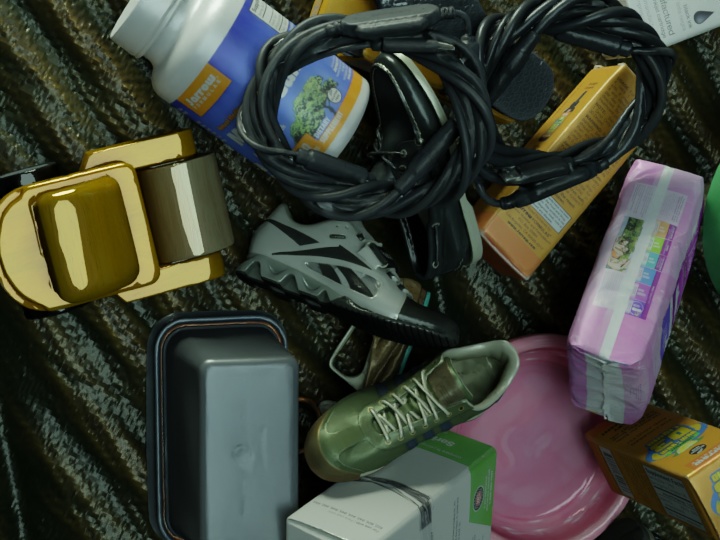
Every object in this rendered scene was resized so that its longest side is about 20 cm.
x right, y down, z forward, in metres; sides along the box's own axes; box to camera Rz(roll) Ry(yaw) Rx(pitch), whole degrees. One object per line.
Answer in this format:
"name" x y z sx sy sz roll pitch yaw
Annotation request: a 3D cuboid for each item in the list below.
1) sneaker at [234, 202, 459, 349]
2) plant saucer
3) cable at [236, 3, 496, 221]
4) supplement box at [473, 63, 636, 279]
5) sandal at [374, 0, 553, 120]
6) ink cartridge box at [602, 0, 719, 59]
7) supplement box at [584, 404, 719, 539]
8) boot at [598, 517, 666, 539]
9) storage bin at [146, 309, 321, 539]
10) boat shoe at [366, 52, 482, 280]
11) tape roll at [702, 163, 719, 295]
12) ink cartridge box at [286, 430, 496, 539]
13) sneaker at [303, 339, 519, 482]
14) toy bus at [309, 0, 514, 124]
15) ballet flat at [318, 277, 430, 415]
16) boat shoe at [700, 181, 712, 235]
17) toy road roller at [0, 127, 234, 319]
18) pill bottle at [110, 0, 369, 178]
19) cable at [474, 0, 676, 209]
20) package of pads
"sneaker" 0.000 0.000 1.270 0.198 0.074 0.089 23 76 10
"plant saucer" 0.159 0.156 1.373 0.198 0.051 0.203 -2 96 -17
"cable" 0.003 -0.118 1.177 0.197 0.051 0.165 -9 107 1
"supplement box" 0.178 -0.089 1.341 0.069 0.066 0.201 41 83 -16
"sandal" 0.077 -0.193 1.241 0.076 0.043 0.200 -49 121 -1
"ink cartridge box" 0.299 -0.291 1.359 0.198 0.084 0.146 -22 101 -14
"supplement box" 0.266 0.164 1.275 0.066 0.200 0.069 -31 103 -12
"boot" 0.251 0.336 1.404 0.153 0.074 0.205 23 104 -32
"storage bin" -0.095 0.142 1.249 0.144 0.134 0.203 -1 96 -17
"boat shoe" 0.039 -0.081 1.238 0.066 0.074 0.201 -30 121 -20
"tape roll" 0.394 -0.049 1.351 0.198 0.048 0.203 -9 108 -30
"ink cartridge box" 0.025 0.236 1.251 0.199 0.083 0.147 -27 127 -50
"sneaker" 0.049 0.104 1.231 0.199 0.090 0.068 -19 72 -37
"toy bus" 0.050 -0.190 1.293 0.198 0.078 0.066 20 90 -18
"ballet flat" 0.004 0.102 1.318 0.071 0.068 0.203 14 90 2
"boat shoe" 0.408 -0.048 1.424 0.197 0.065 0.073 6 93 -18
"toy road roller" -0.194 -0.032 1.196 0.198 0.146 0.124 -16 99 -15
"pill bottle" -0.100 -0.164 1.232 0.199 0.112 0.113 34 85 -17
"cable" 0.167 -0.149 1.242 0.198 0.051 0.165 -22 113 -10
"package of pads" 0.238 0.019 1.314 0.075 0.121 0.202 16 63 16
